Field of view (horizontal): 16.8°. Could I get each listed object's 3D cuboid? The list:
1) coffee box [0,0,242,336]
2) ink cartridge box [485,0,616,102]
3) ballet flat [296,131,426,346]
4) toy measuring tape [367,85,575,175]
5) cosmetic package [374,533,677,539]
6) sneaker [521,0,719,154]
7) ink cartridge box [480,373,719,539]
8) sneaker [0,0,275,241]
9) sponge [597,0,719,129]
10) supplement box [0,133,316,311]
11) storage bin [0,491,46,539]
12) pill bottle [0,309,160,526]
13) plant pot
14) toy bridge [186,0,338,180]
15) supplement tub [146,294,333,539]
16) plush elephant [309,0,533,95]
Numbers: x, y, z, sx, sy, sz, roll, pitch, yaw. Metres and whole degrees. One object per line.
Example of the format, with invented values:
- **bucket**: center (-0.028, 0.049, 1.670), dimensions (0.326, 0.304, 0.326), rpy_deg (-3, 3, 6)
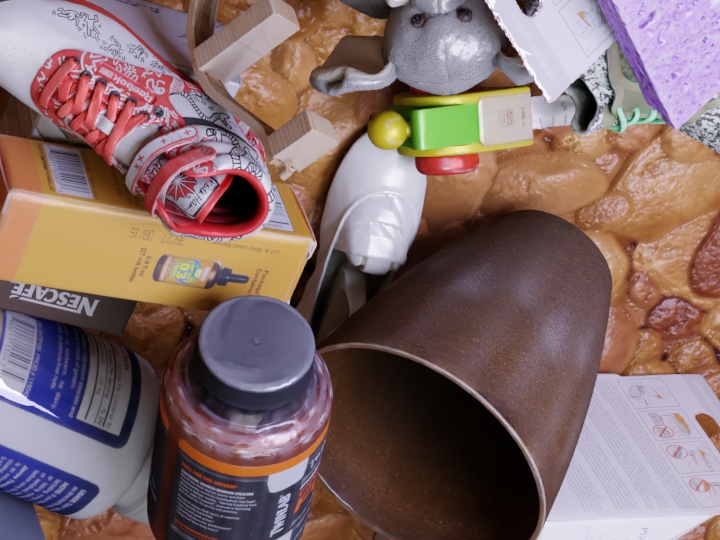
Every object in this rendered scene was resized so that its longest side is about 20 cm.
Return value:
- **coffee box**: center (-0.167, -0.068, 1.527), dimensions (0.114, 0.080, 0.200), rpy_deg (14, 121, -23)
- **ink cartridge box**: center (0.124, -0.219, 1.415), dimensions (0.200, 0.050, 0.161), rpy_deg (-43, 112, -20)
- **ballet flat**: center (0.000, 0.000, 1.626), dimensions (0.069, 0.069, 0.200), rpy_deg (10, 122, -20)
- **toy measuring tape**: center (0.085, -0.101, 1.585), dimensions (0.200, 0.074, 0.074), rpy_deg (-10, 130, -32)
- **cosmetic package**: center (0.109, 0.229, 1.754), dimensions (0.167, 0.166, 0.200), rpy_deg (8, 122, -18)
- **sneaker**: center (0.164, -0.115, 1.555), dimensions (0.200, 0.077, 0.089), rpy_deg (34, 73, -24)
- **ink cartridge box**: center (0.177, 0.135, 1.692), dimensions (0.200, 0.161, 0.050), rpy_deg (2, 124, -24)
- **sneaker**: center (-0.134, -0.087, 1.403), dimensions (0.201, 0.108, 0.067), rpy_deg (28, 111, -30)
- **sponge**: center (0.181, -0.179, 1.363), dimensions (0.112, 0.030, 0.200), rpy_deg (-39, 136, -4)
- **supplement box**: center (-0.132, -0.025, 1.475), dimensions (0.200, 0.069, 0.067), rpy_deg (11, 123, -24)
- **storage bin**: center (-0.291, 0.192, 1.628), dimensions (0.145, 0.200, 0.134), rpy_deg (35, 101, -31)
- **pill bottle**: center (-0.201, 0.096, 1.614), dimensions (0.200, 0.120, 0.120), rpy_deg (27, 116, -28)
- **plant pot**: center (0.080, 0.057, 1.595), dimensions (0.187, 0.200, 0.187), rpy_deg (21, 139, 20)
- **toy bridge**: center (-0.068, -0.134, 1.432), dimensions (0.067, 0.200, 0.027), rpy_deg (-33, 145, 24)
- **supplement tub**: center (-0.074, 0.101, 1.508), dimensions (0.107, 0.107, 0.200), rpy_deg (-2, 144, -11)
- **plush elephant**: center (0.040, -0.174, 1.450), dimensions (0.164, 0.155, 0.200), rpy_deg (-12, 127, -4)
